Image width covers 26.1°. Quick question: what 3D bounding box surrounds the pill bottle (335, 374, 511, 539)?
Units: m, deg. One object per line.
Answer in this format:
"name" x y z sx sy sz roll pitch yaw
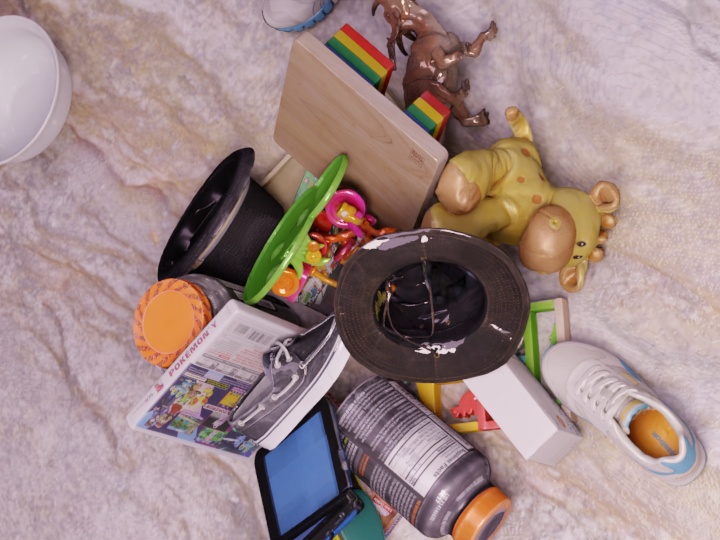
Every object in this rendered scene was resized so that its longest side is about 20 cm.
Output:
"pill bottle" 0.065 0.209 1.645 0.199 0.106 0.107 39 99 24

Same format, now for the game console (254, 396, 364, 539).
"game console" -0.092 0.255 1.652 0.119 0.170 0.200 49 141 3

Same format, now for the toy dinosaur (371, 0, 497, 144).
"toy dinosaur" 0.074 -0.222 1.755 0.134 0.086 0.203 2 86 30

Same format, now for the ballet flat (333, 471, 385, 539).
"ballet flat" -0.030 0.248 1.709 0.067 0.066 0.202 -46 58 42

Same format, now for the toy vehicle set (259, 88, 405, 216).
"toy vehicle set" -0.019 -0.119 1.816 0.200 0.026 0.125 -44 63 14

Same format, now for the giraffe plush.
"giraffe plush" 0.179 -0.053 1.642 0.161 0.173 0.200 34 62 19

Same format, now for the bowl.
"bowl" -0.447 -0.225 2.037 0.199 0.090 0.204 -6 78 28

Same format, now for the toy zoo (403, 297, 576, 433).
"toy zoo" 0.135 0.108 1.689 0.198 0.020 0.133 -10 76 27

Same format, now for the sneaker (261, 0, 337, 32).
"sneaker" -0.046 -0.359 1.846 0.199 0.086 0.076 -32 68 21

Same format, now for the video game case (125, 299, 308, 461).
"video game case" -0.132 0.125 1.702 0.182 0.199 0.023 -47 53 15

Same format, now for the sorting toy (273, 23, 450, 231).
"sorting toy" 0.011 -0.149 1.666 0.200 0.199 0.070 41 64 11

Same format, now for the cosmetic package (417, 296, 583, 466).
"cosmetic package" 0.144 0.110 1.624 0.051 0.082 0.201 -45 63 14

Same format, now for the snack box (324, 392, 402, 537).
"snack box" -0.019 0.207 1.752 0.200 0.024 0.072 44 103 28

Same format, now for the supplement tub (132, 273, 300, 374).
"supplement tub" -0.161 0.074 1.757 0.121 0.199 0.124 -6 78 28

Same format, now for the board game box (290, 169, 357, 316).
"board game box" -0.032 -0.056 1.779 0.104 0.023 0.202 26 99 17

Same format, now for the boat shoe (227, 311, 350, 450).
"boat shoe" -0.072 0.105 1.652 0.200 0.067 0.072 -50 20 29

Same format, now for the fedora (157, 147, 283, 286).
"fedora" -0.153 -0.043 1.820 0.201 0.091 0.201 -49 20 25

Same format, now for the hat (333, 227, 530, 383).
"hat" 0.074 0.022 1.582 0.198 0.081 0.203 3 119 5

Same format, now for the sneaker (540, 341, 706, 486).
"sneaker" 0.263 0.134 1.572 0.199 0.081 0.077 38 88 27

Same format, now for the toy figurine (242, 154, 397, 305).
"toy figurine" 0.000 0.000 1.698 0.183 0.151 0.201 32 114 -13
